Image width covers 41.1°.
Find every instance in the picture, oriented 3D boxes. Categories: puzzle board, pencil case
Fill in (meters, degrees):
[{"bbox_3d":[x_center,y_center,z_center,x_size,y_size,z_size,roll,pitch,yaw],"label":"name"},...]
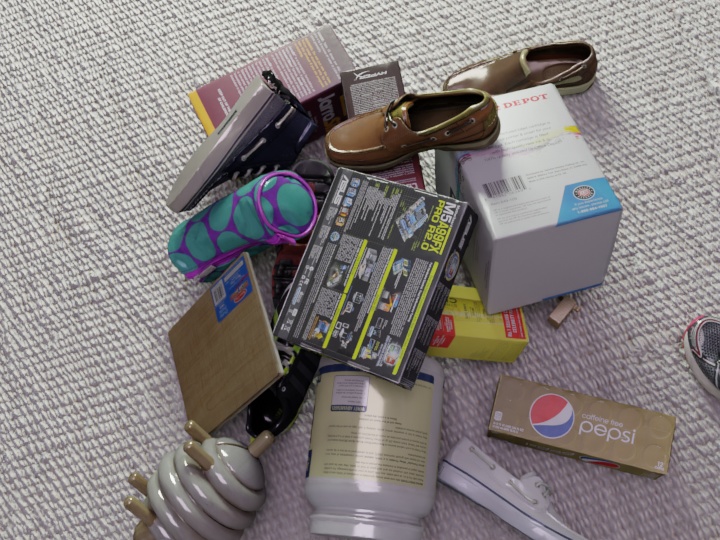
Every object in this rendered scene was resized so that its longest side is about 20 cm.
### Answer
[{"bbox_3d":[-0.157,0.093,1.102,0.017,0.200,0.151,3,58,-39],"label":"puzzle board"},{"bbox_3d":[-0.140,-0.047,1.124,0.085,0.200,0.093,25,58,-34],"label":"pencil case"}]

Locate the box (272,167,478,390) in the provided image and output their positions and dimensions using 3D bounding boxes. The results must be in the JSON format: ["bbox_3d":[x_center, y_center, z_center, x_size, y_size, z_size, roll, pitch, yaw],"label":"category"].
[{"bbox_3d":[0.015,0.005,1.016,0.160,0.044,0.201,18,82,26],"label":"box"}]

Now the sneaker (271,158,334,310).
[{"bbox_3d":[-0.071,-0.038,1.184,0.071,0.098,0.201,6,96,-8],"label":"sneaker"}]

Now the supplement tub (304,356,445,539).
[{"bbox_3d":[0.015,0.195,1.062,0.144,0.145,0.201,5,73,7],"label":"supplement tub"}]

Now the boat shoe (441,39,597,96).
[{"bbox_3d":[0.201,-0.256,1.224,0.202,0.075,0.075,-13,72,1],"label":"boat shoe"}]

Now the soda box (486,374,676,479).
[{"bbox_3d":[0.248,0.177,1.088,0.199,0.064,0.068,13,74,9],"label":"soda box"}]

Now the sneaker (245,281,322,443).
[{"bbox_3d":[-0.084,0.111,1.091,0.071,0.083,0.201,18,105,12],"label":"sneaker"}]

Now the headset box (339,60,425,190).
[{"bbox_3d":[0.033,-0.125,1.160,0.077,0.149,0.201,-12,71,2],"label":"headset box"}]

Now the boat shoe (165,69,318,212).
[{"bbox_3d":[-0.136,-0.129,1.128,0.093,0.075,0.200,37,101,-24],"label":"boat shoe"}]

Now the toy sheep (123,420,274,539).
[{"bbox_3d":[-0.174,0.247,1.069,0.200,0.138,0.138,-41,73,9],"label":"toy sheep"}]

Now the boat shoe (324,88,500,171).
[{"bbox_3d":[0.050,-0.162,1.045,0.199,0.068,0.072,-11,66,13],"label":"boat shoe"}]

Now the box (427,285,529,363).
[{"bbox_3d":[0.089,0.057,1.103,0.199,0.050,0.075,8,52,-17],"label":"box"}]

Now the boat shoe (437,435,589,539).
[{"bbox_3d":[0.180,0.253,1.064,0.200,0.074,0.067,30,80,14],"label":"boat shoe"}]

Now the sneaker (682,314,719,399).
[{"bbox_3d":[0.448,0.129,1.080,0.081,0.075,0.200,-36,72,-7],"label":"sneaker"}]

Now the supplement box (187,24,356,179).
[{"bbox_3d":[-0.102,-0.211,1.219,0.199,0.110,0.086,-27,72,-3],"label":"supplement box"}]

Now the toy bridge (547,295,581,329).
[{"bbox_3d":[0.186,-0.011,1.173,0.200,0.027,0.067,38,78,16],"label":"toy bridge"}]

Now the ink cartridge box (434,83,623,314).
[{"bbox_3d":[0.183,-0.084,1.102,0.146,0.146,0.200,-14,54,-6],"label":"ink cartridge box"}]
